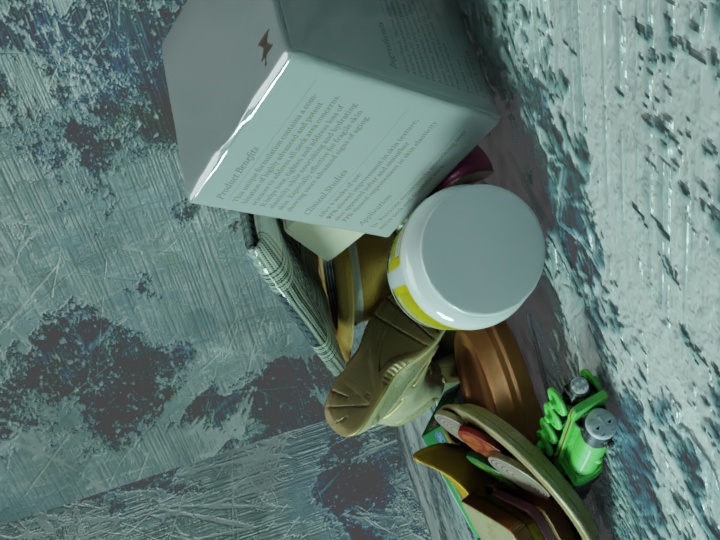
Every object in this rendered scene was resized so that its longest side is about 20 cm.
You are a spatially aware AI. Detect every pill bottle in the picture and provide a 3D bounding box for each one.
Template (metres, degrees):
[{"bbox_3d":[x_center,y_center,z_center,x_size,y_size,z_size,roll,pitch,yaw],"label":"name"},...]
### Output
[{"bbox_3d":[0.084,-0.008,0.716,0.200,0.112,0.117,130,123,-86],"label":"pill bottle"}]

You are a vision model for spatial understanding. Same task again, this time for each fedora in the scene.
[{"bbox_3d":[0.000,0.000,0.940,0.201,0.080,0.205,171,90,-82],"label":"fedora"}]

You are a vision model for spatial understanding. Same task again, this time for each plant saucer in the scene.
[{"bbox_3d":[0.135,0.132,0.857,0.200,0.037,0.205,165,91,-85],"label":"plant saucer"}]

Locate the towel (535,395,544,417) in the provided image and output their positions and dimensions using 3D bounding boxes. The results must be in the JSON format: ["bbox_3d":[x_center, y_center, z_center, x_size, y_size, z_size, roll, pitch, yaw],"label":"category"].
[{"bbox_3d":[0.165,0.161,0.917,0.202,0.021,0.149,80,173,-53],"label":"towel"}]

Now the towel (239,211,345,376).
[{"bbox_3d":[-0.070,-0.022,0.850,0.194,0.034,0.202,60,-172,-41],"label":"towel"}]

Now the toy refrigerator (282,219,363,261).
[{"bbox_3d":[-0.041,-0.116,0.859,0.070,0.075,0.203,34,-149,-38],"label":"toy refrigerator"}]

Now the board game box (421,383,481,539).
[{"bbox_3d":[0.123,0.206,0.926,0.136,0.029,0.200,62,-167,2],"label":"board game box"}]

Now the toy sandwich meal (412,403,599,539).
[{"bbox_3d":[0.124,0.205,0.735,0.205,0.070,0.206,45,163,17],"label":"toy sandwich meal"}]

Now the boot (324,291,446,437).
[{"bbox_3d":[0.059,0.091,0.925,0.072,0.202,0.155,38,-170,26],"label":"boot"}]

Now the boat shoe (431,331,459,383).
[{"bbox_3d":[0.106,0.054,0.998,0.202,0.070,0.066,82,179,-45],"label":"boat shoe"}]

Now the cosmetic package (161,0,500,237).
[{"bbox_3d":[-0.028,-0.152,0.682,0.167,0.197,0.169,-43,51,40],"label":"cosmetic package"}]

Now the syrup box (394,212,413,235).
[{"bbox_3d":[0.047,-0.140,0.942,0.079,0.080,0.204,87,165,-75],"label":"syrup box"}]

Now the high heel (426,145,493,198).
[{"bbox_3d":[0.070,-0.122,0.782,0.200,0.066,0.098,-130,20,-81],"label":"high heel"}]

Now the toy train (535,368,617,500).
[{"bbox_3d":[0.168,0.141,0.675,0.057,0.041,0.201,60,170,29],"label":"toy train"}]

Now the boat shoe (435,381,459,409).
[{"bbox_3d":[0.136,0.198,1.105,0.061,0.070,0.205,-152,44,-79],"label":"boat shoe"}]
